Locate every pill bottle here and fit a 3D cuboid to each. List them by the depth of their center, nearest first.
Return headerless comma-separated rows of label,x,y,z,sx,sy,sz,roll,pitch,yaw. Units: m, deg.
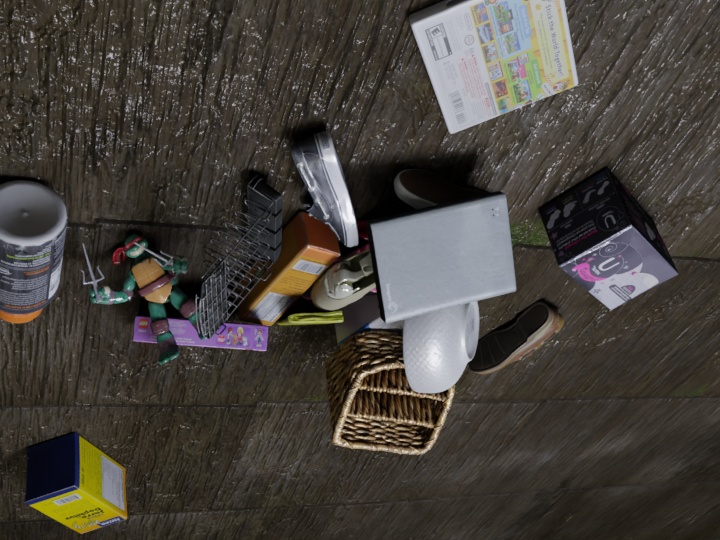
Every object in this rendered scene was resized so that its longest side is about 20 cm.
pill bottle,-0.448,-0.014,1.182,0.104,0.108,0.201,4,142,-22

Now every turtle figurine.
turtle figurine,-0.289,0.020,1.253,0.148,0.101,0.202,-28,100,18

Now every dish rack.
dish rack,-0.170,-0.011,1.208,0.054,0.201,0.155,26,145,14

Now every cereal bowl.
cereal bowl,0.128,0.083,1.341,0.082,0.204,0.201,2,150,20

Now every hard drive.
hard drive,0.112,-0.019,1.231,0.196,0.033,0.143,-13,106,-11

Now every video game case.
video game case,0.169,-0.270,1.106,0.179,0.023,0.201,-20,143,9

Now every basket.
basket,0.056,0.198,1.451,0.197,0.152,0.143,14,141,-29

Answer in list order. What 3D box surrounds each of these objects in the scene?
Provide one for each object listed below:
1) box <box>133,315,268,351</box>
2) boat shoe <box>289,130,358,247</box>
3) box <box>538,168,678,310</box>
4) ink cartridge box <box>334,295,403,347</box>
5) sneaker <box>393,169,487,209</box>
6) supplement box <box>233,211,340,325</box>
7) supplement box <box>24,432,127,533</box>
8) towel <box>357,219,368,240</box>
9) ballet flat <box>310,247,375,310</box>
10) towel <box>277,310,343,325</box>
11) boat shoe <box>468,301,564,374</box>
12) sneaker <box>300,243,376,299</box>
box,-0.246,0.095,1.375,0.195,0.040,0.137,5,176,-12
boat shoe,-0.049,-0.101,1.222,0.066,0.073,0.201,-16,142,2
box,0.390,-0.042,1.407,0.131,0.116,0.199,-32,140,24
ink cartridge box,0.072,0.088,1.507,0.144,0.086,0.198,-35,139,30
sneaker,0.115,-0.083,1.298,0.197,0.074,0.085,15,134,-36
supplement box,-0.114,0.001,1.347,0.068,0.068,0.200,15,137,-38
supplement box,-0.546,0.414,1.732,0.107,0.110,0.201,-18,144,7
towel,0.104,-0.038,1.346,0.198,0.023,0.143,24,162,-40
ballet flat,0.000,0.000,1.291,0.197,0.071,0.069,-27,143,20
towel,-0.083,0.076,1.417,0.084,0.019,0.200,0,175,-10
boat shoe,0.290,0.138,1.657,0.067,0.073,0.199,25,130,-40
sneaker,0.003,0.012,1.382,0.196,0.081,0.095,-5,160,22
